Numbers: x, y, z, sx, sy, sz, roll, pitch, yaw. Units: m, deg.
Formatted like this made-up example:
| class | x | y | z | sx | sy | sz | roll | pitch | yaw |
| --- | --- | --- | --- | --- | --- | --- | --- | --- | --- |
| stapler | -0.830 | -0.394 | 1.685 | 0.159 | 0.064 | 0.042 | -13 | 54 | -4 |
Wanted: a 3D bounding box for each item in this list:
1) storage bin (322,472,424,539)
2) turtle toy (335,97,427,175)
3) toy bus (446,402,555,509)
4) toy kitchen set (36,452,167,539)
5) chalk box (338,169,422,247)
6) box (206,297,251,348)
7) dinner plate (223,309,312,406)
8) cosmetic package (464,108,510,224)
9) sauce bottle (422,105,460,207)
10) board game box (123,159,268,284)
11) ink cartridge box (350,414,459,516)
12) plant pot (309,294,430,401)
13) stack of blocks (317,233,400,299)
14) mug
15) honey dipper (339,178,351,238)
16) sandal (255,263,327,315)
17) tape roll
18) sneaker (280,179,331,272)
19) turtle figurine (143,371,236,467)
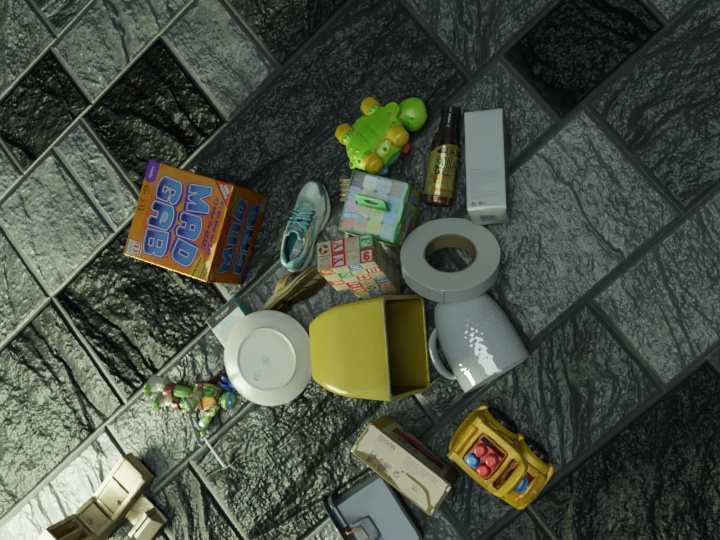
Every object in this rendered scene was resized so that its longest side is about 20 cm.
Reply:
| class | x | y | z | sx | sy | sz | roll | pitch | yaw |
| --- | --- | --- | --- | --- | --- | --- | --- | --- | --- |
| storage bin | 0.032 | 0.507 | 1.679 | 0.134 | 0.146 | 0.201 | -35 | 80 | 1 |
| turtle toy | 0.053 | -0.279 | 1.708 | 0.200 | 0.101 | 0.146 | -44 | 55 | 7 |
| toy bus | 0.265 | 0.366 | 1.589 | 0.199 | 0.192 | 0.136 | 40 | 96 | 11 |
| toy kitchen set | -0.538 | 0.540 | 1.796 | 0.163 | 0.180 | 0.201 | 41 | 102 | 11 |
| chalk box | 0.038 | -0.120 | 1.657 | 0.123 | 0.200 | 0.126 | 15 | 92 | 14 |
| box | -0.240 | 0.162 | 1.798 | 0.082 | 0.049 | 0.201 | -39 | 80 | 10 |
| dinner plate | -0.195 | 0.185 | 1.744 | 0.197 | 0.024 | 0.204 | 1 | 94 | 11 |
| cosmetic package | 0.250 | -0.201 | 1.636 | 0.080 | 0.113 | 0.203 | -2 | 79 | 14 |
| sauce bottle | 0.169 | -0.233 | 1.696 | 0.065 | 0.066 | 0.203 | 7 | 92 | 14 |
| board game box | -0.341 | -0.097 | 1.756 | 0.197 | 0.200 | 0.203 | 17 | 92 | 14 |
| ink cartridge box | 0.092 | 0.379 | 1.645 | 0.199 | 0.165 | 0.076 | 36 | 95 | 12 |
| plant pot | 0.009 | 0.154 | 1.670 | 0.197 | 0.195 | 0.198 | -5 | 87 | 29 |
| stack of blocks | 0.000 | 0.000 | 1.660 | 0.113 | 0.200 | 0.059 | -10 | 67 | 15 |
| mug | 0.210 | 0.139 | 1.646 | 0.200 | 0.147 | 0.177 | -41 | 71 | 41 |
| honey dipper | -0.029 | -0.091 | 1.760 | 0.037 | 0.038 | 0.204 | 3 | 92 | 14 |
| sandal | -0.152 | 0.041 | 1.774 | 0.199 | 0.080 | 0.054 | -37 | 60 | 15 |
| tape roll | 0.176 | -0.022 | 1.639 | 0.199 | 0.037 | 0.205 | -3 | 47 | 4 |
| sneaker | -0.118 | -0.094 | 1.756 | 0.076 | 0.086 | 0.203 | 14 | 92 | 14 |
| turtle figurine | -0.372 | 0.307 | 1.781 | 0.191 | 0.144 | 0.203 | 11 | 87 | 18 |
